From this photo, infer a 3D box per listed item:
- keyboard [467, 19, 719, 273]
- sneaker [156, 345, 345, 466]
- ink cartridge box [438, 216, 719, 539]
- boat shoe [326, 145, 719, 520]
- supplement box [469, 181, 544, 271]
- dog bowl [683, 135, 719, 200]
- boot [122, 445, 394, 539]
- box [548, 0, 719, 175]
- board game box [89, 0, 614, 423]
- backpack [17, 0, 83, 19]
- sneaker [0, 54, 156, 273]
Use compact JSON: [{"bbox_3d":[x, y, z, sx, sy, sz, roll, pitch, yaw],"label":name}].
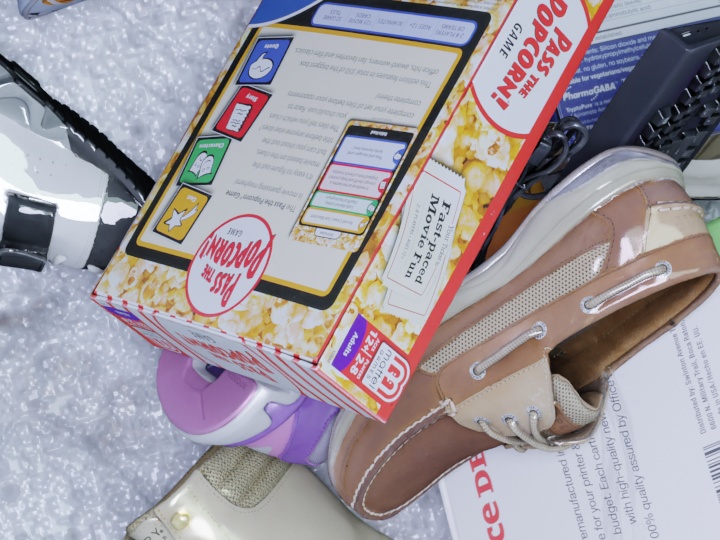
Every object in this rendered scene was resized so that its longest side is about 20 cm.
[{"bbox_3d":[0.095,-0.031,0.900,0.126,0.200,0.021,-14,60,-34],"label":"keyboard"},{"bbox_3d":[0.000,0.000,0.914,0.088,0.080,0.201,39,83,-41],"label":"sneaker"},{"bbox_3d":[0.137,0.073,0.905,0.084,0.199,0.147,16,54,-52],"label":"ink cartridge box"},{"bbox_3d":[0.065,0.039,0.868,0.076,0.200,0.072,13,36,-52],"label":"boat shoe"},{"bbox_3d":[0.021,-0.093,0.975,0.066,0.069,0.201,-21,90,-20],"label":"supplement box"},{"bbox_3d":[0.139,-0.128,1.008,0.199,0.074,0.202,2,83,-20],"label":"dog bowl"},{"bbox_3d":[-0.047,0.167,0.905,0.155,0.073,0.200,44,52,-9],"label":"boot"},{"bbox_3d":[0.113,-0.153,0.945,0.120,0.032,0.202,-13,90,-21],"label":"box"},{"bbox_3d":[-0.005,-0.051,0.850,0.046,0.151,0.201,40,74,-39],"label":"board game box"},{"bbox_3d":[-0.096,-0.204,0.891,0.190,0.200,0.155,-36,101,-23],"label":"backpack"},{"bbox_3d":[-0.148,-0.033,0.921,0.200,0.074,0.089,40,93,-12],"label":"sneaker"}]
